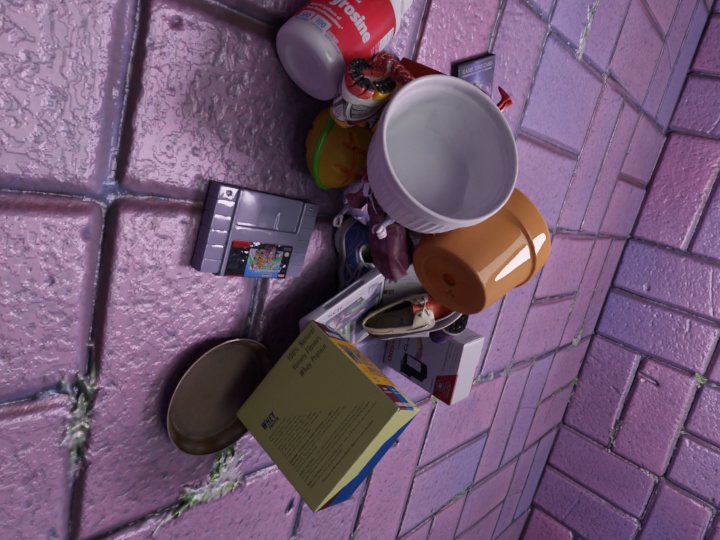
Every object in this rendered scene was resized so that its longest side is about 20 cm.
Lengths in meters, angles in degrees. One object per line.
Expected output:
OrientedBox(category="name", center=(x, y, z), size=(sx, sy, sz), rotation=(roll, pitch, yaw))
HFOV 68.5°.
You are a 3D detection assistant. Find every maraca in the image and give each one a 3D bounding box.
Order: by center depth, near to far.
OrientedBox(category="maraca", center=(-0.012, -0.213, 0.817), size=(0.201, 0.106, 0.138), rotation=(-54, 162, -17))

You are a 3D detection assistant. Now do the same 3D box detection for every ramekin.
OrientedBox(category="ramekin", center=(0.100, -0.146, 0.717), size=(0.197, 0.105, 0.204), rotation=(4, 77, -19))

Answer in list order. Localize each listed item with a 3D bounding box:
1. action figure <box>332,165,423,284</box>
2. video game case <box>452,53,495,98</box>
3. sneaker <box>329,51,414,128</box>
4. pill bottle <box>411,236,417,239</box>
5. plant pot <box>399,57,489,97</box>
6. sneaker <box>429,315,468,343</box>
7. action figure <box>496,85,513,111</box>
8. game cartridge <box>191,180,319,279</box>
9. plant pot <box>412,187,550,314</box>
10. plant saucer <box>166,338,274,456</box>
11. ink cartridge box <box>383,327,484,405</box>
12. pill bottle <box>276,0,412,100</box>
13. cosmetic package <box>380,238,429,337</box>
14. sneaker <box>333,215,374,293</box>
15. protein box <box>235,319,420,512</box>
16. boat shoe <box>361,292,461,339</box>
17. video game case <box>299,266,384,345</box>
OrientedBox(category="action figure", center=(0.046, -0.083, 0.819), size=(0.148, 0.133, 0.202), rotation=(-34, 134, -22))
OrientedBox(category="video game case", center=(0.238, -0.344, 1.130), size=(0.142, 0.019, 0.203), rotation=(-31, 130, -38))
OrientedBox(category="sneaker", center=(0.019, -0.248, 0.738), size=(0.082, 0.078, 0.199), rotation=(-46, 172, 36))
OrientedBox(category="pill bottle", center=(0.146, -0.067, 1.085), size=(0.120, 0.119, 0.202), rotation=(-46, 139, -24))
OrientedBox(category="plant pot", center=(0.125, -0.214, 0.933), size=(0.177, 0.199, 0.200), rotation=(-52, 143, 1))
OrientedBox(category="sneaker", center=(0.187, 0.057, 1.062), size=(0.201, 0.075, 0.088), rotation=(-55, 179, -34))
OrientedBox(category="action figure", center=(0.217, -0.279, 1.068), size=(0.200, 0.052, 0.065), rotation=(-48, 170, 17))
OrientedBox(category="game cartridge", center=(-0.151, -0.053, 0.799), size=(0.199, 0.038, 0.132), rotation=(4, 102, -52))
OrientedBox(category="plant pot", center=(0.175, -0.028, 0.831), size=(0.140, 0.198, 0.202), rotation=(-44, 138, -27))
OrientedBox(category="plant saucer", center=(-0.224, 0.197, 0.846), size=(0.199, 0.032, 0.203), rotation=(-29, 130, -40))
OrientedBox(category="ink cartridge box", center=(0.155, 0.177, 1.164), size=(0.082, 0.199, 0.148), rotation=(-9, 116, -44))
OrientedBox(category="pill bottle", center=(-0.015, -0.344, 0.738), size=(0.201, 0.111, 0.113), rotation=(-50, 141, -19))
OrientedBox(category="cosmetic package", center=(0.090, 0.039, 1.039), size=(0.111, 0.082, 0.202), rotation=(-3, 131, -4))
OrientedBox(category="sneaker", center=(0.000, 0.000, 0.977), size=(0.076, 0.076, 0.202), rotation=(-39, 138, -33))
OrientedBox(category="protein box", center=(-0.050, 0.229, 0.856), size=(0.199, 0.200, 0.135), rotation=(-50, 155, 2))
OrientedBox(category="boat shoe", center=(0.098, 0.078, 0.968), size=(0.063, 0.197, 0.072), rotation=(39, 35, -60))
OrientedBox(category="video game case", center=(-0.032, 0.100, 0.968), size=(0.181, 0.023, 0.201), rotation=(-34, 153, -25))
